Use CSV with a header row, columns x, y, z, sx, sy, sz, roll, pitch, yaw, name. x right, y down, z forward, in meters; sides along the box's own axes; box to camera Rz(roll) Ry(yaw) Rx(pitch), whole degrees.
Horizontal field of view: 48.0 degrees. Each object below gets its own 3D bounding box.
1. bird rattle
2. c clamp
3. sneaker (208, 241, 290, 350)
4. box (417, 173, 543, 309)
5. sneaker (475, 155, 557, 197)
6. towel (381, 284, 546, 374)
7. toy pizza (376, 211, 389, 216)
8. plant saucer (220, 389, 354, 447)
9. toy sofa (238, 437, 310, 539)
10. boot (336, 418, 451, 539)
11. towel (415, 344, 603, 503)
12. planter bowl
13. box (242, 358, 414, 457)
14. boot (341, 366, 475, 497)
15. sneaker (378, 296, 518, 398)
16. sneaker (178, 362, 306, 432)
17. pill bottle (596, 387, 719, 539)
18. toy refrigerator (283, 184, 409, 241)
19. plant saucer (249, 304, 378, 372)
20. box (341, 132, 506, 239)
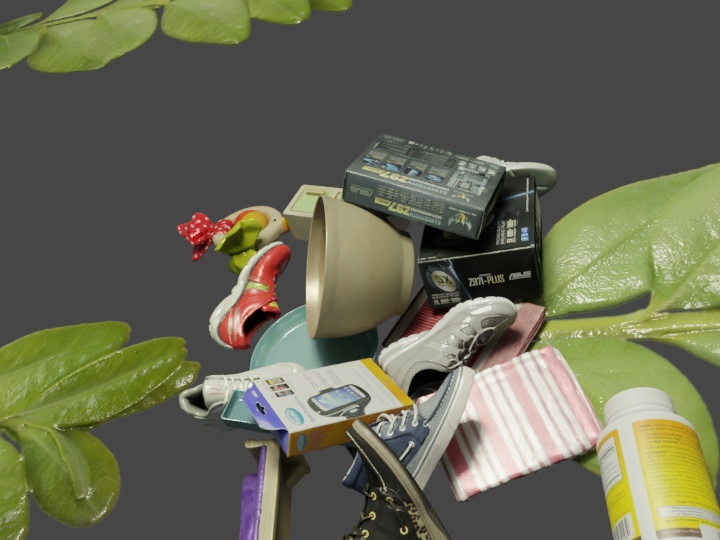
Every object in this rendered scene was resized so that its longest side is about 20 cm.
x,y,z,sx,sy,sz,roll,pitch,yaw,name
-0.211,-0.058,1.416,0.162,0.114,0.199,-32,28,-27,bird rattle
0.060,0.205,1.048,0.198,0.027,0.172,-7,45,17,c clamp
-0.156,0.046,1.287,0.084,0.077,0.201,19,63,24,sneaker
0.180,-0.046,1.184,0.162,0.087,0.201,-7,34,18,box
0.219,-0.156,1.316,0.198,0.071,0.081,-3,43,23,sneaker
0.144,0.085,1.139,0.199,0.023,0.144,17,58,38,towel
0.057,-0.129,1.253,0.198,0.032,0.200,-12,20,4,toy pizza
-0.074,0.191,1.031,0.198,0.019,0.070,9,23,3,plant saucer
-0.119,0.308,0.981,0.096,0.083,0.201,-12,43,11,toy sofa
0.004,0.283,0.893,0.150,0.201,0.073,-34,8,-4,boot
0.183,0.187,0.994,0.198,0.030,0.147,-22,52,-2,towel
0.000,0.000,1.145,0.133,0.202,0.201,4,41,-11,planter bowl
-0.046,0.170,1.018,0.198,0.042,0.119,-9,28,-27,box
0.055,0.189,0.951,0.090,0.073,0.202,26,97,3,boot
0.124,0.108,1.069,0.199,0.075,0.082,-32,50,11,sneaker
-0.164,0.171,1.100,0.199,0.099,0.079,-23,60,25,sneaker
0.311,0.227,0.851,0.108,0.110,0.201,-11,44,14,pill bottle
-0.025,-0.091,1.357,0.198,0.070,0.076,9,51,32,toy refrigerator
-0.066,0.127,1.185,0.198,0.028,0.201,-12,43,12,plant saucer
0.092,-0.122,1.133,0.198,0.051,0.158,17,32,13,box
